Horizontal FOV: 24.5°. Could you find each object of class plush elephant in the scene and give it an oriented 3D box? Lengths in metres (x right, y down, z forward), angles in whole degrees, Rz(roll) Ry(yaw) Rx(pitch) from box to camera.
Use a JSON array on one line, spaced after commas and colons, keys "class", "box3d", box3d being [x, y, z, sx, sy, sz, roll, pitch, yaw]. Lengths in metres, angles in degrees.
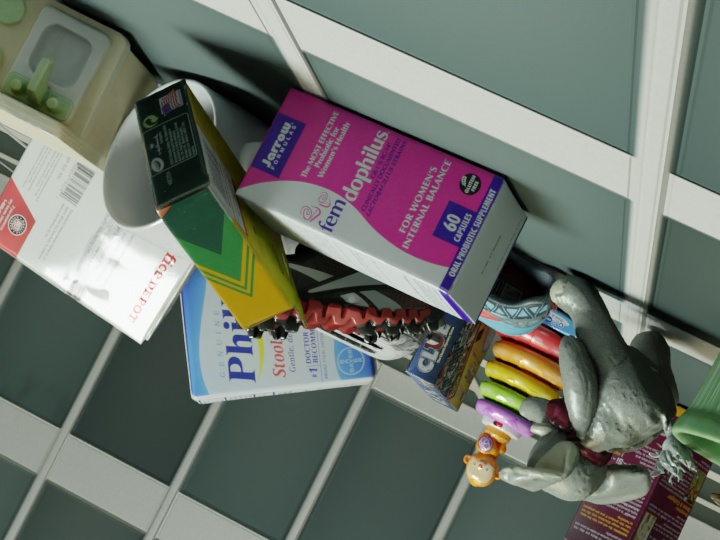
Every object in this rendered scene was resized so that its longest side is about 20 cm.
[{"class": "plush elephant", "box3d": [0.206, 0.139, 1.505, 0.164, 0.154, 0.201, 29, -146, -44]}]

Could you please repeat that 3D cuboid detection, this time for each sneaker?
[{"class": "sneaker", "box3d": [-0.015, 0.014, 1.491, 0.199, 0.099, 0.071, 4, 167, -20]}, {"class": "sneaker", "box3d": [0.094, -0.013, 1.527, 0.199, 0.080, 0.096, 22, 159, -8]}]

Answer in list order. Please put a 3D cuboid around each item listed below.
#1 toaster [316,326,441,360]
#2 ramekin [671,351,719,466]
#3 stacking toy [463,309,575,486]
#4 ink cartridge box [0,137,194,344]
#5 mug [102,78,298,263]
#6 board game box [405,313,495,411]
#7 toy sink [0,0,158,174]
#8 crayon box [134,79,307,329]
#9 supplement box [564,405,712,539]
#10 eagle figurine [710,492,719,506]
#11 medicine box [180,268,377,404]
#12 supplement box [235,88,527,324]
[{"class": "toaster", "box3d": [0.000, 0.000, 1.615, 0.199, 0.130, 0.114, 26, 166, -7]}, {"class": "ramekin", "box3d": [0.366, 0.132, 1.363, 0.199, 0.098, 0.200, 26, 174, 3]}, {"class": "stacking toy", "box3d": [0.162, 0.135, 1.749, 0.115, 0.201, 0.110, 26, 174, 15]}, {"class": "ink cartridge box", "box3d": [-0.253, -0.048, 1.659, 0.199, 0.147, 0.083, 35, -155, -1]}, {"class": "mug", "box3d": [-0.106, -0.076, 1.514, 0.199, 0.149, 0.175, -9, 153, 40]}, {"class": "board game box", "box3d": [0.106, 0.069, 1.757, 0.034, 0.136, 0.200, 25, 173, 14]}, {"class": "toy sink", "box3d": [-0.276, -0.176, 1.494, 0.130, 0.113, 0.200, 26, 176, 9]}, {"class": "crayon box", "box3d": [-0.112, -0.042, 1.357, 0.200, 0.050, 0.128, 58, -169, -47]}, {"class": "supplement box", "box3d": [0.342, 0.261, 1.995, 0.085, 0.201, 0.110, 21, 172, 41]}, {"class": "eagle figurine", "box3d": [0.476, 0.224, 1.658, 0.199, 0.152, 0.152, -15, -168, 35]}, {"class": "medicine box", "box3d": [-0.092, 0.042, 1.798, 0.198, 0.184, 0.103, -6, 174, -4]}, {"class": "supplement box", "box3d": [0.017, -0.052, 1.327, 0.199, 0.102, 0.103, 24, 173, 21]}]
